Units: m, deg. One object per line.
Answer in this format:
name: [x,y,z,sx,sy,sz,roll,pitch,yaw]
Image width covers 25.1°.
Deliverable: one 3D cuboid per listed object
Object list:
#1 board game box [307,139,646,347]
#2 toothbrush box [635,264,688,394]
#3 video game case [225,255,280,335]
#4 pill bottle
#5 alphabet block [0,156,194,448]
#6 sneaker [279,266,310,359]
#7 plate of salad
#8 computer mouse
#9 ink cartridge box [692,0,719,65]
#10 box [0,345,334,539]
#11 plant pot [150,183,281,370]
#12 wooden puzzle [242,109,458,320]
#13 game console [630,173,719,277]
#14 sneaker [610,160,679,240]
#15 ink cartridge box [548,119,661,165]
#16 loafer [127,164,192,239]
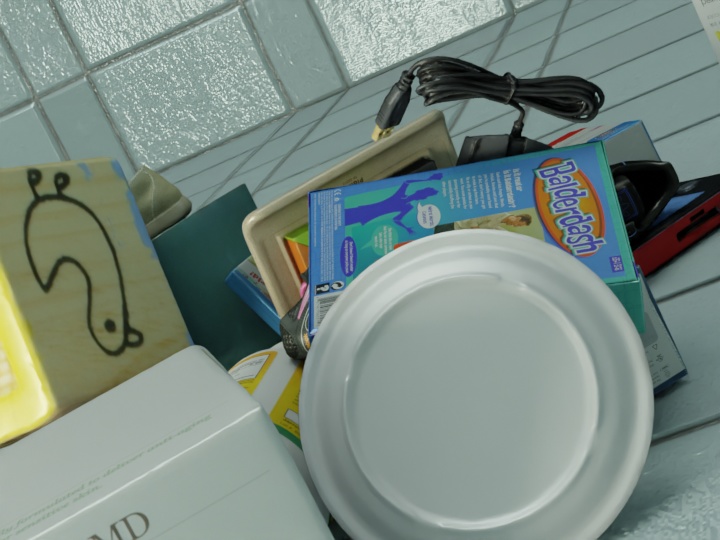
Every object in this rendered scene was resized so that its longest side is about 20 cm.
board game box: [0.068,-0.008,1.016,0.199,0.045,0.152,-10,37,6]
toothbrush box: [0.101,0.058,1.096,0.146,0.085,0.200,-30,13,-15]
video game case: [-0.012,0.012,1.397,0.018,0.143,0.200,-49,-4,38]
pill bottle: [-0.058,0.120,1.102,0.113,0.113,0.200,-22,13,17]
alphabet block: [-0.280,0.036,1.255,0.196,0.196,0.200,-25,-3,26]
sneaker: [0.000,0.000,1.146,0.086,0.081,0.200,-14,16,29]
plate of salad: [0.064,0.076,0.907,0.200,0.201,0.048,-25,-16,6]
computer mouse: [0.071,-0.064,1.098,0.200,0.140,0.046,112,165,-54]
ink cartridge box: [0.383,-0.195,1.291,0.147,0.200,0.146,-12,20,49]
box: [-0.119,0.170,0.881,0.199,0.172,0.200,-29,13,-11]
plant pot: [-0.143,0.043,1.428,0.200,0.161,0.201,-33,4,3]
wooden puzzle: [0.022,0.002,1.243,0.185,0.200,0.037,-31,28,-20]
game console: [0.205,-0.023,1.343,0.200,0.031,0.177,-32,14,-25]
sneaker: [0.164,-0.035,1.245,0.200,0.070,0.078,-34,6,-35]
ink cartridge box: [0.181,-0.074,1.433,0.116,0.067,0.200,-29,7,-8]
loafer: [-0.251,-0.027,1.477,0.200,0.068,0.076,-34,4,-14]
